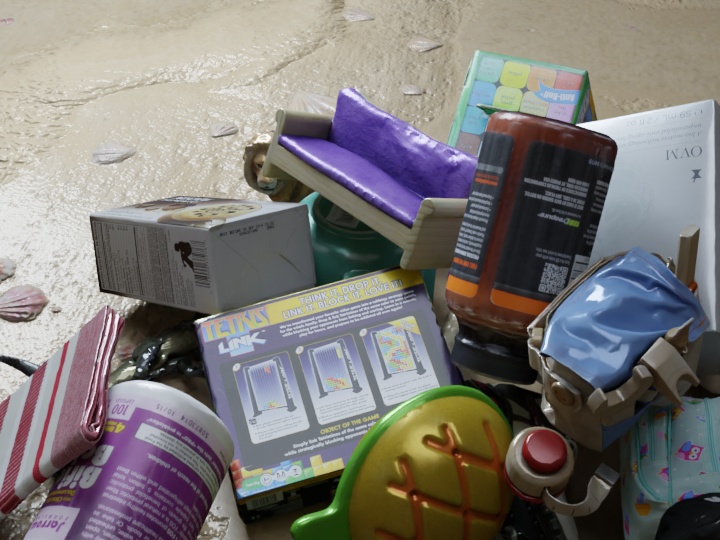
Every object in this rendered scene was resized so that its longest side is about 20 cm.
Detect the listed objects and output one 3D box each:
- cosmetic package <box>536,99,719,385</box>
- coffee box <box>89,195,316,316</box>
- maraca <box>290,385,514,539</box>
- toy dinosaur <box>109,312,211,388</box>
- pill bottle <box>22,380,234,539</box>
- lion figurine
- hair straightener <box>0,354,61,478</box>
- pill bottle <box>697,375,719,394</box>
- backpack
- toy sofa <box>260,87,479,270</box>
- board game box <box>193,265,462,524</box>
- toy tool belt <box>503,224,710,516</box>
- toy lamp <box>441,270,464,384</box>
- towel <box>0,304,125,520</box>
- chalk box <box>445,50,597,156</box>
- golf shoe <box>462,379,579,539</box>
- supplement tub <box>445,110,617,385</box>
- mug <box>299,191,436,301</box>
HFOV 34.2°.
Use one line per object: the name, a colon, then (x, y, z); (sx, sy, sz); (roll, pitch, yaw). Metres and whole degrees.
cosmetic package: (0.225, -0.017, 1.005); (0.198, 0.123, 0.202); (-8, 68, 32)
coffee box: (-0.148, -0.018, 1.077); (0.112, 0.081, 0.199); (-16, 16, -40)
maraca: (0.034, 0.171, 0.844); (0.200, 0.138, 0.107); (-42, 23, -14)
toy dinosaur: (-0.180, 0.081, 1.045); (0.199, 0.048, 0.088); (-29, 29, -32)
pill bottle: (-0.175, 0.188, 0.830); (0.111, 0.113, 0.201); (12, 52, 14)
lion figurine: (-0.028, -0.101, 1.230); (0.198, 0.123, 0.073); (-12, 38, -19)
hair straightener: (-0.238, 0.130, 0.964); (0.199, 0.041, 0.077); (30, 59, 17)
pill bottle: (0.286, 0.016, 1.098); (0.113, 0.114, 0.200); (-23, 43, -30)
backpack: (0.254, 0.171, 0.861); (0.125, 0.168, 0.201); (2, 30, 9)
toy sofa: (0.013, -0.087, 1.024); (0.199, 0.098, 0.082); (35, 23, 34)
board game box: (-0.023, 0.097, 0.959); (0.198, 0.057, 0.166); (-14, 57, -7)
toy tool belt: (0.171, 0.059, 0.813); (0.124, 0.123, 0.200); (34, 58, 20)
toy lamp: (0.081, 0.066, 1.070); (0.058, 0.059, 0.200); (13, 37, 14)
towel: (-0.253, 0.130, 0.888); (0.023, 0.200, 0.145); (38, 27, -26)
chalk box: (0.166, -0.144, 1.212); (0.123, 0.200, 0.125); (16, 82, 17)
golf shoe: (0.143, 0.157, 0.937); (0.087, 0.078, 0.201); (-1, 37, -17)
supplement tub: (0.127, -0.017, 0.916); (0.106, 0.202, 0.107); (15, 4, -1)
mug: (0.006, -0.006, 1.111); (0.151, 0.115, 0.185); (-19, 41, -26)
